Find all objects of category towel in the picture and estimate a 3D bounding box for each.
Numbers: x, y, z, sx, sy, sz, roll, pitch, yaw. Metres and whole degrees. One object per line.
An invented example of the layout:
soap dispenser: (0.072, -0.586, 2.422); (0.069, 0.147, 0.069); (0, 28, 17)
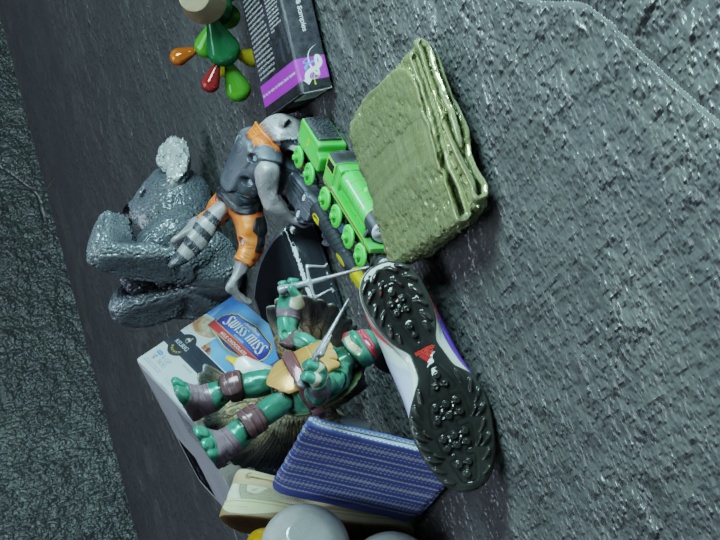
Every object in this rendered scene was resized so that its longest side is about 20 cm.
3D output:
towel: (0.005, 0.176, 1.340); (0.200, 0.145, 0.024); (117, 164, -63)
towel: (0.044, -0.086, 1.197); (0.200, 0.036, 0.149); (139, 117, -69)

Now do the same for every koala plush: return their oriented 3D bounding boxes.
koala plush: (-0.235, -0.053, 1.913); (0.177, 0.184, 0.200); (81, -173, -52)

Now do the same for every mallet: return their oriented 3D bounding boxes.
mallet: (0.000, 0.000, 1.363); (0.066, 0.041, 0.200); (104, 146, -49)

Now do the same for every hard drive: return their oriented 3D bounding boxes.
hard drive: (-0.069, 0.034, 1.603); (0.200, 0.042, 0.135); (119, 136, -64)

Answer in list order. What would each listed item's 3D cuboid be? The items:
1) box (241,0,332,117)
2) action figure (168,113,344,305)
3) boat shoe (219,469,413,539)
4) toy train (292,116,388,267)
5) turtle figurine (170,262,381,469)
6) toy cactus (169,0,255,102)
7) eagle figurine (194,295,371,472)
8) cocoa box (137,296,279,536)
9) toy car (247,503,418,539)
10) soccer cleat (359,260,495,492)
box: (-0.081, -0.259, 1.457); (0.143, 0.036, 0.200); (169, 87, -73)
action figure: (-0.101, -0.066, 1.494); (0.200, 0.105, 0.194); (42, 109, 48)
boat shoe: (-0.040, 0.230, 1.482); (0.072, 0.200, 0.065); (61, -143, -51)
toy train: (-0.013, -0.074, 1.373); (0.200, 0.042, 0.056); (-122, 37, -46)
turtle figurine: (-0.054, 0.082, 1.272); (0.101, 0.200, 0.150); (62, 174, -26)
toy cactus: (-0.160, -0.271, 1.523); (0.165, 0.102, 0.200); (-26, -68, -83)
eagle figurine: (-0.068, 0.114, 1.417); (0.200, 0.151, 0.152); (76, -167, -78)
cocoa box: (-0.122, 0.155, 1.595); (0.133, 0.131, 0.200); (38, 155, 46)
toy car: (-0.025, 0.321, 1.406); (0.175, 0.200, 0.150); (101, -172, -59)
soccer cleat: (0.058, 0.088, 1.239); (0.073, 0.068, 0.200); (59, -174, -76)
